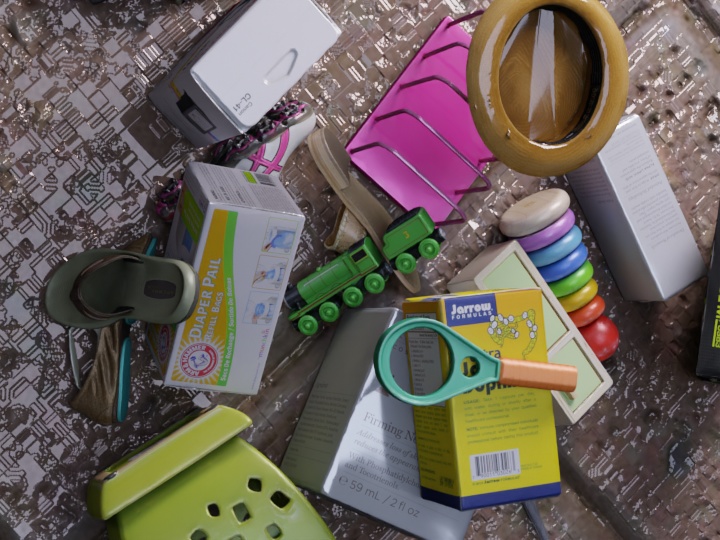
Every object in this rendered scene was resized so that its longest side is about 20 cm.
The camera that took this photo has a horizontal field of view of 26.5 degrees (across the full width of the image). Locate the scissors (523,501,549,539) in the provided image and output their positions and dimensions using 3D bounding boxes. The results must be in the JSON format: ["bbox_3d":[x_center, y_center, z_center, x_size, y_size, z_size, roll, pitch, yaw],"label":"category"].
[{"bbox_3d":[0.172,0.234,1.726,0.072,0.014,0.203,-10,93,-21],"label":"scissors"}]

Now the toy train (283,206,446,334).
[{"bbox_3d":[0.000,0.000,1.608,0.199,0.042,0.057,-32,102,19],"label":"toy train"}]

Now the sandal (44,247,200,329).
[{"bbox_3d":[-0.241,0.015,1.486,0.057,0.199,0.081,5,83,-51],"label":"sandal"}]

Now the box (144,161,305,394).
[{"bbox_3d":[-0.139,0.010,1.533,0.100,0.113,0.202,8,112,-23],"label":"box"}]

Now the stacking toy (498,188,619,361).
[{"bbox_3d":[0.233,0.013,1.722,0.085,0.085,0.201,-32,106,-16],"label":"stacking toy"}]

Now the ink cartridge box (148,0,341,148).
[{"bbox_3d":[-0.120,-0.207,1.535,0.086,0.200,0.148,45,76,-13],"label":"ink cartridge box"}]

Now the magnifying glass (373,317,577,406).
[{"bbox_3d":[0.108,0.090,1.412,0.198,0.022,0.081,8,86,-18],"label":"magnifying glass"}]

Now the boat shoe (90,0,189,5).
[{"bbox_3d":[-0.192,-0.309,1.587,0.198,0.073,0.066,-5,102,-15],"label":"boat shoe"}]

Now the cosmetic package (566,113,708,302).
[{"bbox_3d":[0.307,-0.069,1.730,0.074,0.102,0.202,-29,99,-15],"label":"cosmetic package"}]

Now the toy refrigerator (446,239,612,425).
[{"bbox_3d":[0.190,0.071,1.698,0.076,0.070,0.201,-40,102,-25],"label":"toy refrigerator"}]

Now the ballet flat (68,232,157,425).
[{"bbox_3d":[-0.260,0.056,1.563,0.071,0.068,0.202,10,89,2],"label":"ballet flat"}]

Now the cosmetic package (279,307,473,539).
[{"bbox_3d":[0.040,0.162,1.600,0.166,0.166,0.202,25,80,-16],"label":"cosmetic package"}]

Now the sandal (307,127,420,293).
[{"bbox_3d":[-0.015,-0.053,1.645,0.069,0.078,0.213,-25,116,17],"label":"sandal"}]

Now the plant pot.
[{"bbox_3d":[-0.163,0.248,1.519,0.198,0.200,0.183,-32,93,-16],"label":"plant pot"}]

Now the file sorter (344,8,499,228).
[{"bbox_3d":[0.105,-0.163,1.650,0.139,0.125,0.201,40,77,-14],"label":"file sorter"}]

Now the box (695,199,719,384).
[{"bbox_3d":[0.414,0.030,1.720,0.047,0.200,0.196,10,86,15],"label":"box"}]

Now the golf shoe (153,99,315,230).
[{"bbox_3d":[-0.121,-0.099,1.608,0.200,0.073,0.092,-41,120,-9],"label":"golf shoe"}]

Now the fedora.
[{"bbox_3d":[0.180,-0.198,1.569,0.198,0.082,0.203,-2,95,-21],"label":"fedora"}]

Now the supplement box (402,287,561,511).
[{"bbox_3d":[0.117,0.121,1.482,0.108,0.109,0.203,-6,91,-18],"label":"supplement box"}]
